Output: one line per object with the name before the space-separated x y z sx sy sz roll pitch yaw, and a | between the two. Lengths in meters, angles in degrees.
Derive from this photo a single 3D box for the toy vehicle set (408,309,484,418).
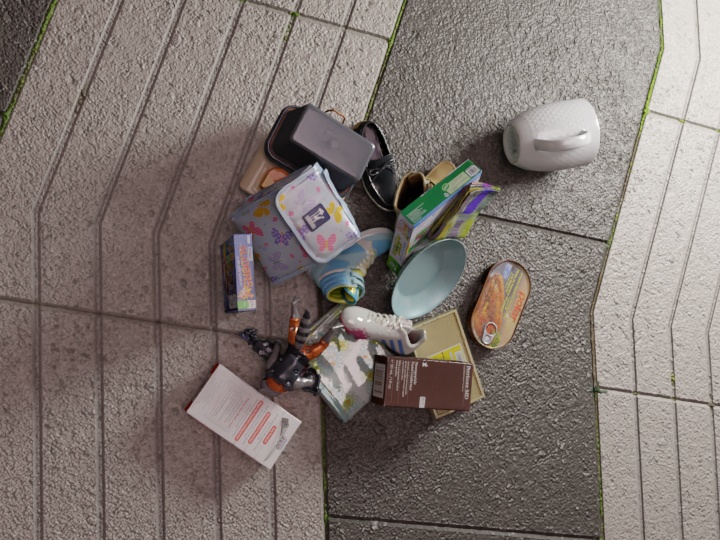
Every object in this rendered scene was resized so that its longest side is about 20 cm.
toy vehicle set | 0.179 0.198 1.625 0.123 0.026 0.202 -19 92 -17

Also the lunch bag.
lunch bag | -0.120 -0.092 1.445 0.198 0.127 0.171 -23 109 23

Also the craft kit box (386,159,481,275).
craft kit box | 0.147 -0.103 1.537 0.199 0.198 0.048 -38 68 -24

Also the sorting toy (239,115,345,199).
sorting toy | -0.117 -0.195 1.536 0.199 0.036 0.187 31 80 -12

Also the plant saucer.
plant saucer | 0.133 0.010 1.572 0.200 0.202 0.039 -32 53 -17

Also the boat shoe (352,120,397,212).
boat shoe | 0.037 -0.219 1.591 0.074 0.062 0.202 -19 93 -19

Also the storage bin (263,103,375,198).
storage bin | -0.065 -0.245 1.470 0.199 0.134 0.147 30 80 -18

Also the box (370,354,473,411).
box | 0.126 0.229 1.547 0.197 0.075 0.102 6 86 -23

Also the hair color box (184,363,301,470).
hair color box | -0.228 0.282 1.474 0.199 0.064 0.111 38 77 -10

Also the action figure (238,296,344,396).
action figure | -0.148 0.150 1.455 0.198 0.105 0.195 28 93 8

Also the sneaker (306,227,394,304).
sneaker | 0.000 0.000 1.528 0.198 0.080 0.131 -25 53 -10

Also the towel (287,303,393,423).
towel | -0.032 0.181 1.550 0.171 0.048 0.201 -39 98 -15

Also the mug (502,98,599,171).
mug | 0.416 -0.285 1.644 0.173 0.200 0.150 -11 107 -12

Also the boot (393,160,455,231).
boot | 0.134 -0.170 1.566 0.072 0.156 0.201 36 78 17

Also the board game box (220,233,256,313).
board game box | -0.230 0.010 1.420 0.034 0.200 0.137 -3 88 -17

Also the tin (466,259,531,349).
tin | 0.303 0.074 1.668 0.111 0.042 0.202 27 79 -10

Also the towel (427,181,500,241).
towel | 0.214 -0.118 1.557 0.023 0.199 0.144 43 111 18

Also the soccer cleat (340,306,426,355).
soccer cleat | 0.050 0.109 1.520 0.199 0.086 0.071 27 44 -37
